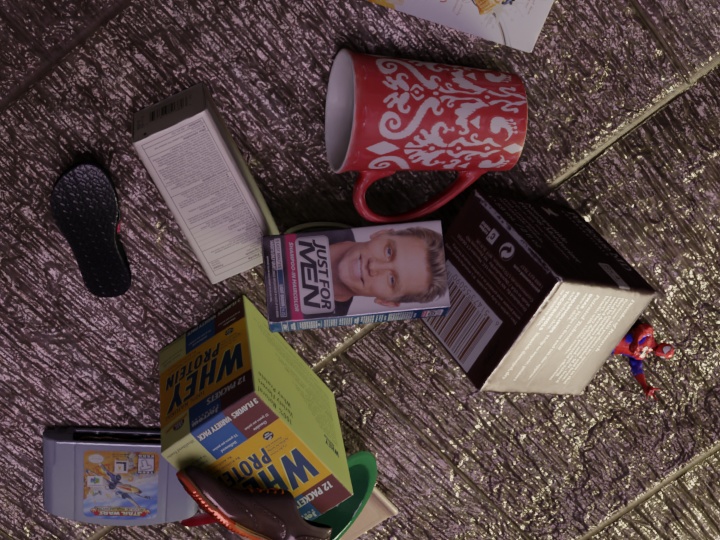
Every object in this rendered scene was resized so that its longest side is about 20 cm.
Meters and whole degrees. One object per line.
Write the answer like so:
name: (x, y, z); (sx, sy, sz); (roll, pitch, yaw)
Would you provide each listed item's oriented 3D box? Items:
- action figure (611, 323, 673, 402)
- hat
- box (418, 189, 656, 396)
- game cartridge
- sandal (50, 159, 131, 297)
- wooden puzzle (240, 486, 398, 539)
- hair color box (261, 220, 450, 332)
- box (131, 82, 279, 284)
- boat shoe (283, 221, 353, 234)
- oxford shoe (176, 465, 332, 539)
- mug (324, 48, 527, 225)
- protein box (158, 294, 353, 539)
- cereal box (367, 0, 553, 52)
action figure: (0.311, 0.104, 1.695); (0.198, 0.099, 0.066); (6, 121, -16)
hat: (-0.106, 0.267, 1.724); (0.200, 0.176, 0.166); (-38, 147, -31)
box: (0.192, 0.028, 1.546); (0.199, 0.166, 0.165); (6, 124, -47)
game cartridge: (-0.304, 0.264, 1.719); (0.198, 0.042, 0.134); (3, 115, -7)
sandal: (-0.304, -0.051, 1.536); (0.074, 0.045, 0.201); (-4, 136, 0)
wooden puzzle: (-0.078, 0.310, 1.793); (0.199, 0.037, 0.185); (-32, 120, 16)
hair color box: (-0.006, 0.006, 1.477); (0.198, 0.061, 0.101); (-6, 78, -3)
box: (-0.170, -0.095, 1.504); (0.094, 0.078, 0.201); (-22, 122, 4)
boat shoe: (0.001, -0.003, 1.598); (0.200, 0.060, 0.072); (16, 118, -18)
oxford shoe: (-0.119, 0.265, 1.513); (0.200, 0.071, 0.073); (39, 81, -24)
mug: (0.068, -0.152, 1.487); (0.198, 0.134, 0.178); (1, 128, -15)
protein box: (-0.128, 0.180, 1.605); (0.134, 0.200, 0.199); (-34, 120, 11)
cereal box: (0.119, -0.328, 1.433); (0.199, 0.040, 0.145); (14, 118, -17)
